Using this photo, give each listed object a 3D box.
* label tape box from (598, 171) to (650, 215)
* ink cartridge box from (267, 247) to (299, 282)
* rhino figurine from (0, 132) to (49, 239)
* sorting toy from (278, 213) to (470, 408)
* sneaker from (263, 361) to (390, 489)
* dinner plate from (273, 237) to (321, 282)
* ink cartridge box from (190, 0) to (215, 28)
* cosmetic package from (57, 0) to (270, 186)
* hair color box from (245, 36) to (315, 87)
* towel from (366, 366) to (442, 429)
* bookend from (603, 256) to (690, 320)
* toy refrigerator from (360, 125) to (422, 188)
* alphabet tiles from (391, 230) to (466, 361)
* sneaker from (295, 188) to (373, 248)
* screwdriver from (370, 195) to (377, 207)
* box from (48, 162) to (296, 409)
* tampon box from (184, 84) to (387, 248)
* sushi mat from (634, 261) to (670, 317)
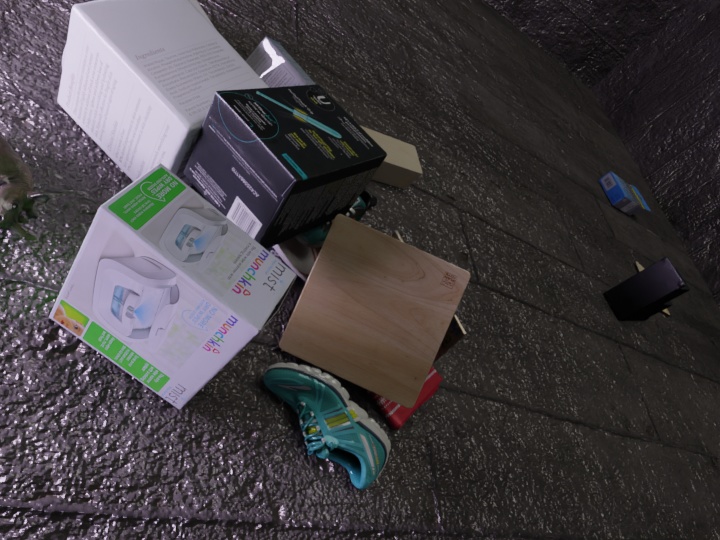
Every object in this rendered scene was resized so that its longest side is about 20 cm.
[{"bbox_3d":[1.078,-0.303,2.186,0.199,0.063,0.145,18,47,-34],"label":"label tape box"},{"bbox_3d":[-0.172,-0.038,0.770,0.199,0.039,0.100,5,54,-43],"label":"ink cartridge box"},{"bbox_3d":[-0.413,-0.117,0.586,0.200,0.060,0.087,53,27,1],"label":"rhino figurine"},{"bbox_3d":[0.020,0.055,0.751,0.199,0.200,0.070,24,-1,3],"label":"sorting toy"},{"bbox_3d":[-0.044,0.191,0.672,0.200,0.077,0.080,43,47,-7],"label":"sneaker"},{"bbox_3d":[-0.108,-0.059,0.814,0.201,0.024,0.200,57,14,-24],"label":"dinner plate"},{"bbox_3d":[-0.329,-0.421,0.884,0.067,0.116,0.201,-17,70,-49],"label":"ink cartridge box"},{"bbox_3d":[-0.266,-0.238,0.730,0.200,0.167,0.166,47,46,-3],"label":"cosmetic package"},{"bbox_3d":[-0.129,-0.317,0.993,0.200,0.099,0.061,49,19,1],"label":"hair color box"},{"bbox_3d":[0.033,0.132,0.835,0.200,0.022,0.144,52,40,8],"label":"towel"},{"bbox_3d":[0.847,0.058,1.542,0.198,0.200,0.093,4,55,-41],"label":"bookend"},{"bbox_3d":[0.030,-0.235,1.112,0.199,0.070,0.076,8,60,-39],"label":"toy refrigerator"},{"bbox_3d":[0.088,0.042,0.859,0.008,0.167,0.201,-20,70,-21],"label":"alphabet tiles"},{"bbox_3d":[-0.043,-0.095,0.841,0.071,0.080,0.200,50,27,2],"label":"sneaker"},{"bbox_3d":[-0.046,-0.153,0.994,0.199,0.028,0.029,17,76,-39],"label":"screwdriver"},{"bbox_3d":[-0.196,0.026,0.559,0.176,0.200,0.097,41,39,-11],"label":"box"},{"bbox_3d":[-0.094,-0.142,0.704,0.150,0.126,0.200,47,38,10],"label":"tampon box"},{"bbox_3d":[1.001,0.061,1.839,0.095,0.012,0.201,27,43,-24],"label":"sushi mat"}]
